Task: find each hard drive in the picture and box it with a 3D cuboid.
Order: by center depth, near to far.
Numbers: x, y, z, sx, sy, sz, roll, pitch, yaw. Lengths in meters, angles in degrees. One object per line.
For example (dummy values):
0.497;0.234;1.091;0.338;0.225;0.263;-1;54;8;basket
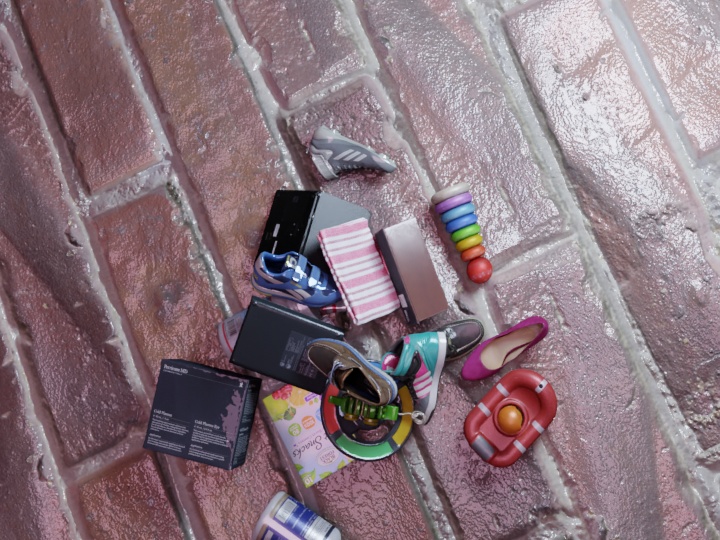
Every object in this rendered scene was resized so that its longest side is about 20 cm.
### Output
-0.146;0.149;1.661;0.196;0.033;0.142;21;103;-8;hard drive

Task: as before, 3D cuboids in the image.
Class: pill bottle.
-0.109;0.542;1.670;0.198;0.116;0.117;32;90;11;pill bottle
-0.185;0.112;1.725;0.197;0.109;0.110;-28;80;9;pill bottle

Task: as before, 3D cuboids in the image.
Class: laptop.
-0.103;-0.066;1.765;0.197;0.103;0.181;5;72;38;laptop

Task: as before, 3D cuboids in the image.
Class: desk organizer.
0.104;0.002;1.708;0.076;0.072;0.204;-20;88;-15;desk organizer

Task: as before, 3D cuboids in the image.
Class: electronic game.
0.016;0.279;1.684;0.195;0.042;0.205;3;74;-11;electronic game

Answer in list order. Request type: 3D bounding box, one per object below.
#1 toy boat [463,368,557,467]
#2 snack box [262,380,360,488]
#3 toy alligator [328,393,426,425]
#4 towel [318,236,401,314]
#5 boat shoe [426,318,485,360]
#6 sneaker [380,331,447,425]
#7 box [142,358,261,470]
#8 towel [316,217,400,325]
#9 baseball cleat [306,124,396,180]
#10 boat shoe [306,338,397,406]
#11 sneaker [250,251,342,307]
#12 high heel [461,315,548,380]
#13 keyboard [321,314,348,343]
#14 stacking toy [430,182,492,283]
0.291;0.284;1.622;0.130;0.131;0.200;43;92;10;toy boat
-0.094;0.317;1.722;0.140;0.053;0.203;-30;81;5;snack box
0.029;0.269;1.622;0.195;0.054;0.061;11;92;9;toy alligator
-0.017;0.009;1.757;0.195;0.023;0.148;-8;84;8;towel
0.159;0.153;1.691;0.197;0.065;0.074;-25;83;7;boat shoe
0.094;0.208;1.639;0.118;0.084;0.204;6;113;-7;sneaker
-0.324;0.293;1.737;0.196;0.104;0.186;12;87;10;box
0.000;0.000;1.678;0.030;0.145;0.203;-27;85;41;towel
-0.022;-0.227;1.767;0.198;0.070;0.108;28;96;20;baseball cleat
-0.024;0.191;1.593;0.197;0.072;0.074;25;105;18;boat shoe
-0.119;0.014;1.650;0.195;0.083;0.075;9;43;-1;sneaker
0.280;0.152;1.655;0.199;0.096;0.068;-38;80;4;high heel
-0.033;0.188;1.747;0.056;0.011;0.201;-38;80;4;keyboard
0.212;-0.070;1.704;0.084;0.085;0.204;-20;87;7;stacking toy
